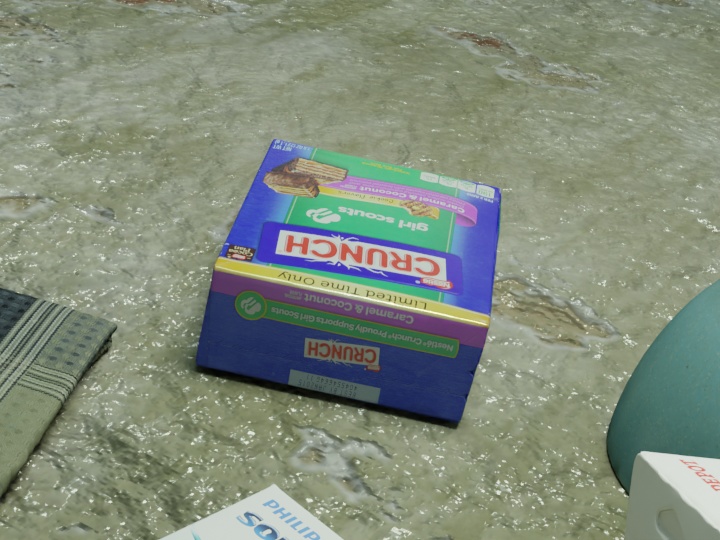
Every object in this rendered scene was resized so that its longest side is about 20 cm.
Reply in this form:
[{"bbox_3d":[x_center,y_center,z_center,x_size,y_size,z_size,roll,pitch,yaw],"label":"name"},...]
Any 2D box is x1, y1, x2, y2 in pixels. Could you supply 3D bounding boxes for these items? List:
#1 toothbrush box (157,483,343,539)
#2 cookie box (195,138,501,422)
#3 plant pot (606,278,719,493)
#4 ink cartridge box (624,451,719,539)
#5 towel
[{"bbox_3d":[-0.082,0.182,0.474,0.085,0.147,0.199,32,35,34],"label":"toothbrush box"},{"bbox_3d":[0.000,0.000,0.914,0.170,0.076,0.200,12,29,1],"label":"cookie box"},{"bbox_3d":[0.256,0.067,0.819,0.198,0.136,0.201,8,28,-4],"label":"plant pot"},{"bbox_3d":[0.238,0.152,0.671,0.198,0.084,0.147,6,8,-7],"label":"ink cartridge box"},{"bbox_3d":[-0.254,0.056,0.779,0.191,0.035,0.200,16,26,4],"label":"towel"}]
